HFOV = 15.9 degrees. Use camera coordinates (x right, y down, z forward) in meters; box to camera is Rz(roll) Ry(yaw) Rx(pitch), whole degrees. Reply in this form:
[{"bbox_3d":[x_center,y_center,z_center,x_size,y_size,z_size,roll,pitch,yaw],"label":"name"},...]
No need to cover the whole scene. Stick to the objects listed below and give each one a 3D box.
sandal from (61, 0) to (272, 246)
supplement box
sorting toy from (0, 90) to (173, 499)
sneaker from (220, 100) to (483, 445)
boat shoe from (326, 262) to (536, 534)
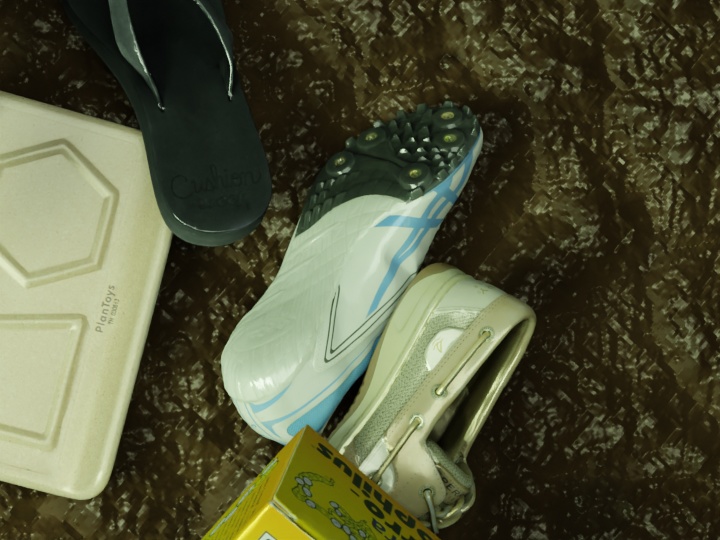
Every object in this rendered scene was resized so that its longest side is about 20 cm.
[{"bbox_3d":[-0.092,-0.110,1.273,0.076,0.043,0.201,-20,72,-19],"label":"sandal"},{"bbox_3d":[-0.055,0.191,1.207,0.109,0.110,0.200,40,106,-5],"label":"supplement box"},{"bbox_3d":[-0.200,0.002,1.272,0.198,0.036,0.187,15,82,-4],"label":"sorting toy"},{"bbox_3d":[0.000,0.000,1.298,0.201,0.072,0.073,-56,141,-19],"label":"sneaker"},{"bbox_3d":[0.023,0.098,1.269,0.065,0.072,0.201,25,87,27],"label":"boat shoe"}]
